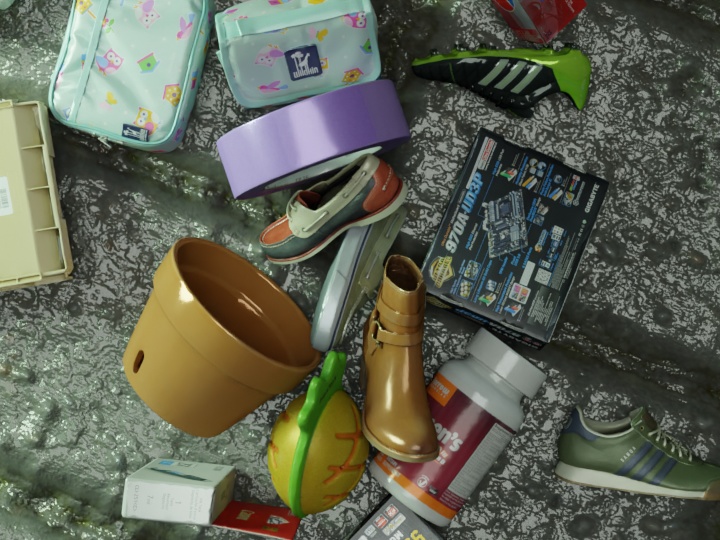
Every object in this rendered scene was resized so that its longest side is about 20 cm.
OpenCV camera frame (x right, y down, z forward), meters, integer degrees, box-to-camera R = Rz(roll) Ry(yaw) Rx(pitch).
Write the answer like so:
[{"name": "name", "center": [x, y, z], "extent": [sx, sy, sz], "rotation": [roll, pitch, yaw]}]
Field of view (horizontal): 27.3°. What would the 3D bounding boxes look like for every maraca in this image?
[{"name": "maraca", "center": [-0.044, 0.177, 1.585], "extent": [0.106, 0.137, 0.201], "rotation": [15, 129, 12]}]

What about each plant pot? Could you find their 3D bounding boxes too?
[{"name": "plant pot", "center": [-0.160, 0.083, 1.589], "extent": [0.200, 0.200, 0.140], "rotation": [41, 107, 1]}]

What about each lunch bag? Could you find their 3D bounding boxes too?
[{"name": "lunch bag", "center": [-0.255, -0.234, 1.639], "extent": [0.159, 0.077, 0.201], "rotation": [15, 90, 1]}, {"name": "lunch bag", "center": [-0.064, -0.243, 1.574], "extent": [0.169, 0.200, 0.123], "rotation": [-11, 89, 0]}]

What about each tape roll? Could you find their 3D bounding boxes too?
[{"name": "tape roll", "center": [-0.049, -0.137, 1.572], "extent": [0.199, 0.200, 0.066], "rotation": [-20, 88, 1]}]

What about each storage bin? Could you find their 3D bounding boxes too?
[{"name": "storage bin", "center": [-0.427, -0.075, 1.636], "extent": [0.197, 0.094, 0.202], "rotation": [-10, 89, 1]}]

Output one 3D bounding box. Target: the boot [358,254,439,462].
[{"name": "boot", "center": [0.043, 0.090, 1.533], "extent": [0.073, 0.200, 0.156], "rotation": [1, 120, -20]}]

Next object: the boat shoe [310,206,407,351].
[{"name": "boat shoe", "center": [0.000, 0.000, 1.613], "extent": [0.062, 0.072, 0.201], "rotation": [22, 68, -5]}]

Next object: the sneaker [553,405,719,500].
[{"name": "sneaker", "center": [0.315, 0.196, 1.628], "extent": [0.199, 0.067, 0.091], "rotation": [6, 95, 5]}]

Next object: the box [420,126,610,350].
[{"name": "box", "center": [0.165, -0.035, 1.623], "extent": [0.158, 0.046, 0.201], "rotation": [22, 77, 1]}]

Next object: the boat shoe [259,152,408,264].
[{"name": "boat shoe", "center": [-0.041, -0.067, 1.598], "extent": [0.199, 0.072, 0.063], "rotation": [-24, 129, 36]}]

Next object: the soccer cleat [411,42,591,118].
[{"name": "soccer cleat", "center": [0.156, -0.209, 1.638], "extent": [0.198, 0.068, 0.082], "rotation": [0, 103, 1]}]

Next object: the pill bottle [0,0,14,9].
[{"name": "pill bottle", "center": [-0.418, -0.355, 1.626], "extent": [0.110, 0.111, 0.201], "rotation": [21, 91, 1]}]

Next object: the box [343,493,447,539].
[{"name": "box", "center": [0.024, 0.368, 1.645], "extent": [0.200, 0.048, 0.158], "rotation": [-45, 88, 1]}]

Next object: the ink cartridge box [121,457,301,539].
[{"name": "ink cartridge box", "center": [-0.149, 0.239, 1.574], "extent": [0.175, 0.200, 0.045], "rotation": [7, 89, 1]}]

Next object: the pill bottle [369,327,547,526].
[{"name": "pill bottle", "center": [0.108, 0.168, 1.613], "extent": [0.109, 0.110, 0.201], "rotation": [36, 91, 1]}]

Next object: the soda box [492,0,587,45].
[{"name": "soda box", "center": [0.157, -0.342, 1.592], "extent": [0.070, 0.063, 0.200], "rotation": [-44, 116, -11]}]
